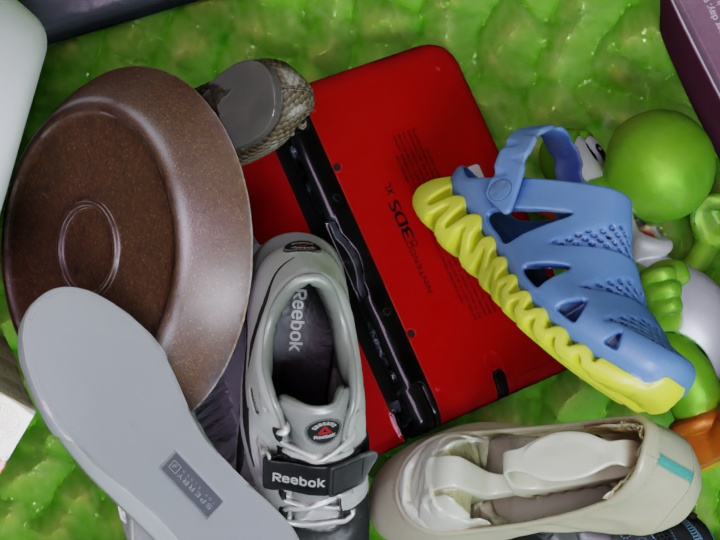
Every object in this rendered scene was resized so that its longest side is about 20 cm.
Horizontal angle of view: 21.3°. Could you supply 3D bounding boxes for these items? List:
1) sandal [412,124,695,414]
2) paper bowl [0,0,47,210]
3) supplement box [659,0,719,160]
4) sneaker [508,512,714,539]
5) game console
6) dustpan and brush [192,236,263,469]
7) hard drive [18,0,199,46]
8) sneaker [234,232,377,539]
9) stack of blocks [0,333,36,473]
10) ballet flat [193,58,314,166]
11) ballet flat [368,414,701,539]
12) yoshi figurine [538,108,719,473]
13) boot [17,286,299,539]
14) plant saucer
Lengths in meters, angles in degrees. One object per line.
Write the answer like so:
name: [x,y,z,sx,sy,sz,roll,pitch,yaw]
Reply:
sandal: [0.105,-0.008,0.961,0.087,0.079,0.200,-46,50,7]
paper bowl: [-0.234,-0.081,1.034,0.103,0.201,0.202,15,88,-10]
supplement box: [0.265,-0.141,1.004,0.199,0.131,0.104,-26,82,5]
sneaker: [0.142,0.158,1.039,0.200,0.073,0.082,39,58,17]
game console: [0.000,0.000,1.086,0.171,0.119,0.201,-21,83,-26]
dustpan and brush: [-0.094,0.096,1.062,0.139,0.057,0.202,-15,95,26]
hard drive: [-0.126,-0.221,1.111,0.198,0.033,0.141,-15,84,7]
sneaker: [-0.030,0.086,0.991,0.073,0.089,0.202,-7,100,-6]
stack of blocks: [-0.234,0.089,1.018,0.058,0.200,0.116,30,90,-17]
ballet flat: [-0.095,-0.073,1.055,0.199,0.046,0.068,-18,79,44]
ballet flat: [0.075,0.105,0.981,0.199,0.069,0.070,-11,84,32]
yoshi figurine: [0.173,-0.003,1.024,0.111,0.112,0.201,-29,80,-11]
boot: [-0.114,0.104,0.988,0.073,0.095,0.201,-38,92,-29]
plant saucer: [-0.137,-0.011,1.038,0.199,0.034,0.202,1,91,43]
